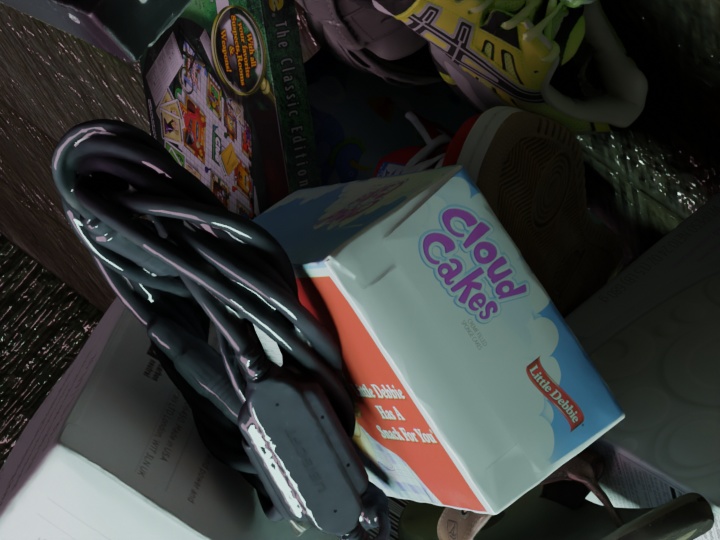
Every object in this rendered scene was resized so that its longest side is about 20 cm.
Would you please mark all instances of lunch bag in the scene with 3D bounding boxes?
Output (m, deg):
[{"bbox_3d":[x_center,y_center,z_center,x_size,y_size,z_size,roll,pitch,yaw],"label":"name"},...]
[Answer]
[{"bbox_3d":[0.000,0.000,1.237,0.170,0.127,0.200,45,130,5],"label":"lunch bag"}]

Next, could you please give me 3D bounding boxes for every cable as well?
[{"bbox_3d":[-0.058,0.017,0.968,0.200,0.051,0.163,60,168,-28],"label":"cable"}]

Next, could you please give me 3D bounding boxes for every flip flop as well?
[{"bbox_3d":[0.066,0.092,0.991,0.200,0.081,0.058,4,115,69],"label":"flip flop"}]

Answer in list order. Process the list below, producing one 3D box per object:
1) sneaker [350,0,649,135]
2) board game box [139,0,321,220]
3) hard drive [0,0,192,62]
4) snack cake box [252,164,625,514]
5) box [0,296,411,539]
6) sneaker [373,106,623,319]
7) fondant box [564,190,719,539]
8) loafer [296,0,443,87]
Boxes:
[{"bbox_3d":[0.048,-0.116,0.959,0.076,0.076,0.200,20,171,40],"label":"sneaker"},{"bbox_3d":[-0.066,-0.102,1.141,0.105,0.023,0.201,6,107,52],"label":"board game box"},{"bbox_3d":[-0.110,-0.170,1.068,0.200,0.140,0.038,26,164,50],"label":"hard drive"},{"bbox_3d":[0.010,0.026,0.983,0.115,0.067,0.200,58,163,-10],"label":"snack cake box"},{"bbox_3d":[-0.062,0.122,1.118,0.200,0.131,0.199,33,-153,-8],"label":"box"},{"bbox_3d":[0.037,-0.031,1.030,0.112,0.071,0.200,27,171,21],"label":"sneaker"},{"bbox_3d":[0.176,0.058,0.999,0.200,0.144,0.058,31,149,42],"label":"fondant box"},{"bbox_3d":[0.007,-0.127,1.059,0.070,0.070,0.200,32,177,12],"label":"loafer"}]
